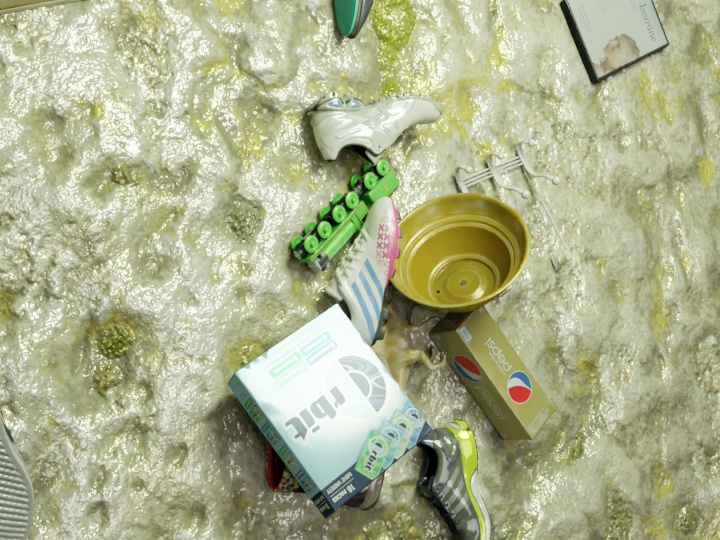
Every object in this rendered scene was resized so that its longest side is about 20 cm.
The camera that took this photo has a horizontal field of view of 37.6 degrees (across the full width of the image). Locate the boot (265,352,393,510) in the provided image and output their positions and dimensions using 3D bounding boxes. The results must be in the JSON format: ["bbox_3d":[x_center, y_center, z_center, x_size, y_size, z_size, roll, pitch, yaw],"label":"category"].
[{"bbox_3d":[-0.038,0.197,1.344,0.149,0.073,0.203,12,82,-30],"label":"boot"}]

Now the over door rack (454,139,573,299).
[{"bbox_3d":[0.235,-0.081,1.555,0.147,0.066,0.202,-23,95,-32],"label":"over door rack"}]

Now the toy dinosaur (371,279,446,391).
[{"bbox_3d":[0.060,0.115,1.435,0.100,0.058,0.203,0,75,-17],"label":"toy dinosaur"}]

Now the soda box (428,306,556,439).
[{"bbox_3d":[0.187,0.144,1.492,0.064,0.067,0.201,-43,106,-29],"label":"soda box"}]

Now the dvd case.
[{"bbox_3d":[0.423,-0.407,1.750,0.199,0.017,0.144,-29,98,-32],"label":"dvd case"}]

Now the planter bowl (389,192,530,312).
[{"bbox_3d":[0.136,-0.005,1.446,0.201,0.199,0.084,-51,146,-27],"label":"planter bowl"}]

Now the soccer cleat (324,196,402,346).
[{"bbox_3d":[0.000,0.000,1.382,0.085,0.070,0.203,9,89,-18],"label":"soccer cleat"}]

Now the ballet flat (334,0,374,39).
[{"bbox_3d":[-0.004,-0.418,1.454,0.072,0.073,0.203,-6,84,-32],"label":"ballet flat"}]

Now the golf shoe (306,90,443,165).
[{"bbox_3d":[0.024,-0.190,1.435,0.198,0.078,0.099,-7,85,-23],"label":"golf shoe"}]

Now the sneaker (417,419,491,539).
[{"bbox_3d":[0.119,0.308,1.432,0.080,0.074,0.203,-5,79,-26],"label":"sneaker"}]

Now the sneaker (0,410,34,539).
[{"bbox_3d":[-0.397,0.202,1.117,0.078,0.079,0.202,-17,116,-27],"label":"sneaker"}]

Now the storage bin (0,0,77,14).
[{"bbox_3d":[-0.383,-0.409,1.198,0.198,0.093,0.201,-20,93,-32],"label":"storage bin"}]

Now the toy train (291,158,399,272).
[{"bbox_3d":[-0.018,-0.074,1.413,0.200,0.041,0.057,-49,119,-28],"label":"toy train"}]

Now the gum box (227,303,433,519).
[{"bbox_3d":[-0.036,0.167,1.288,0.169,0.045,0.201,-33,80,-32],"label":"gum box"}]
